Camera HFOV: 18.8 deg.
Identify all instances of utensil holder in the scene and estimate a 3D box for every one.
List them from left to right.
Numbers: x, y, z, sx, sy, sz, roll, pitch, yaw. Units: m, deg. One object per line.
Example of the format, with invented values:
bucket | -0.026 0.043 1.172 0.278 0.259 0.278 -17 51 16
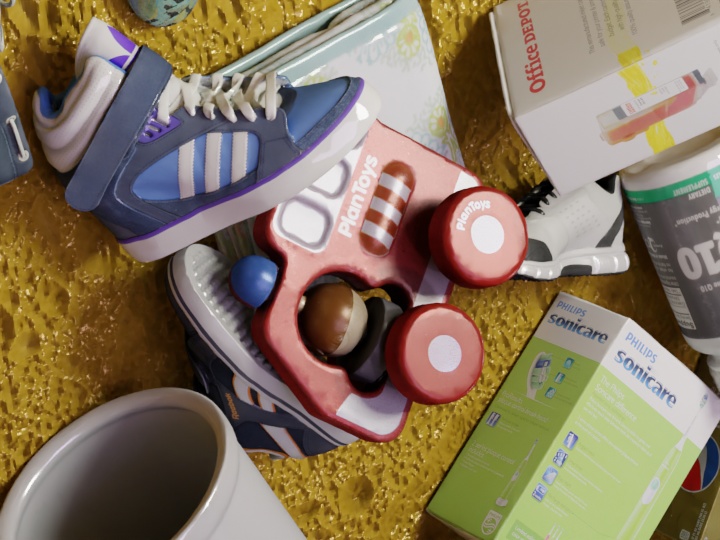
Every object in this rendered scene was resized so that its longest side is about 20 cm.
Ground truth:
utensil holder | -0.114 0.203 1.420 0.170 0.170 0.200 -46 129 -16

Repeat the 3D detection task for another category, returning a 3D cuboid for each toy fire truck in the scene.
toy fire truck | 0.000 0.000 1.418 0.168 0.112 0.201 27 75 -21

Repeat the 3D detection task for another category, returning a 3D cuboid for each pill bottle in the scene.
pill bottle | 0.282 -0.007 1.652 0.113 0.113 0.200 -32 105 -25

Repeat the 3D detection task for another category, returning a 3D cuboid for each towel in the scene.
towel | -0.023 -0.081 1.474 0.200 0.048 0.172 -31 124 -25

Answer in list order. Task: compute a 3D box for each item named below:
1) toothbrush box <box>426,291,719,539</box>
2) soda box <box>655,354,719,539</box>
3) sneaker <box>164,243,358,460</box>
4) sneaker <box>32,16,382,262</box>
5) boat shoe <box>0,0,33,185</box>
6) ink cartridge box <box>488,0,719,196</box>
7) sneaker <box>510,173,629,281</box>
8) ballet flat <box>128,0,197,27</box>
toothbrush box | 0.167 0.143 1.660 0.146 0.086 0.200 38 81 -38
soda box | 0.303 0.128 1.769 0.064 0.068 0.201 17 94 -39
sneaker | -0.081 0.065 1.440 0.079 0.079 0.200 -26 129 22
sneaker | -0.105 -0.104 1.336 0.200 0.081 0.147 -28 114 18
boat shoe | -0.236 -0.136 1.278 0.062 0.075 0.201 -26 119 -26
ink cartridge box | 0.200 -0.157 1.499 0.199 0.145 0.084 -24 126 15
sneaker | 0.129 -0.033 1.578 0.200 0.074 0.080 -8 102 -56
ballet flat | -0.111 -0.245 1.341 0.074 0.074 0.201 -11 111 -34
